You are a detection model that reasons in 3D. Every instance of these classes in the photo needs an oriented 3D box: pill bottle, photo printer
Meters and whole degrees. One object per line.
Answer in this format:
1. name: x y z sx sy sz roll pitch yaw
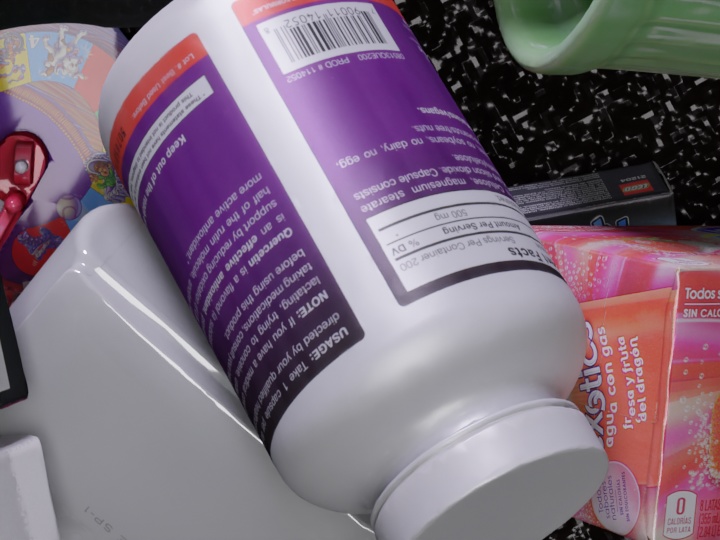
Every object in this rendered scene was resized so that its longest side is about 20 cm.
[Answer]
1. pill bottle: 0.000 0.000 0.891 0.112 0.112 0.200 -30 65 1
2. photo printer: -0.087 0.095 0.978 0.166 0.069 0.200 41 122 -3

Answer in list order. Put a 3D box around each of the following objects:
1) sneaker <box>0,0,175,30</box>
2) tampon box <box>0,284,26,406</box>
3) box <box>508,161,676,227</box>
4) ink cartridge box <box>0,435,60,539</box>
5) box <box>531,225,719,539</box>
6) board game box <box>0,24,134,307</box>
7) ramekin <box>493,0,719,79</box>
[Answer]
1. sneaker: -0.118 -0.134 0.977 0.201 0.108 0.067 4 123 30
2. tampon box: -0.242 0.008 0.896 0.199 0.150 0.127 -7 99 34
3. box: 0.023 0.031 1.014 0.199 0.035 0.110 -9 113 -3
4. ink cartridge box: -0.231 0.102 0.905 0.199 0.176 0.045 -5 101 36
5. box: 0.149 0.036 0.961 0.199 0.102 0.095 0 99 -35
6. board game box: -0.168 -0.028 1.000 0.199 0.039 0.159 -16 99 -2
7. ramekin: 0.121 -0.159 0.928 0.097 0.200 0.201 9 98 -14
